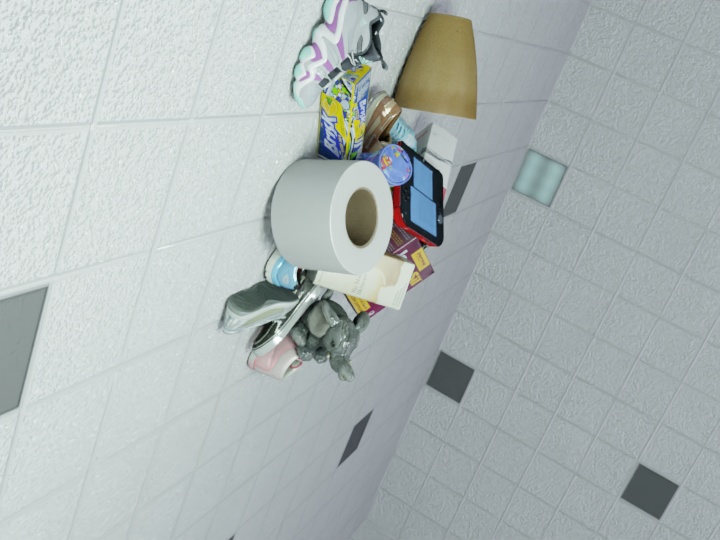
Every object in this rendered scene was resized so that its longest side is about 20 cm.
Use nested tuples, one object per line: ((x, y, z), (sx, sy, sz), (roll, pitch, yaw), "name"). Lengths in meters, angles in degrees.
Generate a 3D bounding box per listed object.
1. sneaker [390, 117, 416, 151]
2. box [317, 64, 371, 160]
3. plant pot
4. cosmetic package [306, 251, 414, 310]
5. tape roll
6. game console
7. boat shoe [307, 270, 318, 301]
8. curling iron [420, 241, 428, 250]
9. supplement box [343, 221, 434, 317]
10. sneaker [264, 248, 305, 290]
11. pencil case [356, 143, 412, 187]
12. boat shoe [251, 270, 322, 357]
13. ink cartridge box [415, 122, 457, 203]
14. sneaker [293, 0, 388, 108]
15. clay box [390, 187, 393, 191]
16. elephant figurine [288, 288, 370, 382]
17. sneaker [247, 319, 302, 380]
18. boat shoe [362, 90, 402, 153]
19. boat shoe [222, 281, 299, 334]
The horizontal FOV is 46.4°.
((0.088, -0.305, 1.853), (0.075, 0.081, 0.200), (-63, 164, 1), "sneaker")
((-0.031, -0.287, 1.538), (0.064, 0.069, 0.202), (-48, 158, -37), "box")
((0.175, -0.437, 1.794), (0.186, 0.184, 0.204), (-18, 120, -67), "plant pot")
((0.000, 0.000, 1.714), (0.071, 0.197, 0.107), (-141, -112, -69), "cosmetic package")
((-0.049, -0.100, 1.531), (0.201, 0.137, 0.207), (-15, 108, -54), "tape roll")
((0.126, -0.155, 1.759), (0.199, 0.031, 0.180), (27, 64, -55), "game console")
((-0.086, -0.014, 1.766), (0.075, 0.085, 0.204), (-40, 153, -53), "boat shoe")
((0.136, -0.084, 1.916), (0.049, 0.026, 0.200), (-39, -166, 12), "curling iron")
((0.043, -0.005, 1.841), (0.199, 0.103, 0.131), (-35, 134, -2), "supplement box")
((-0.103, -0.049, 1.653), (0.202, 0.089, 0.078), (-61, 164, -7), "sneaker")
((0.023, -0.197, 1.642), (0.087, 0.078, 0.199), (-45, -160, -22), "pencil case")
((-0.164, 0.085, 1.727), (0.201, 0.064, 0.070), (-51, -158, -13), "boat shoe")
((0.140, -0.221, 1.955), (0.146, 0.082, 0.202), (-34, -147, 52), "ink cartridge box")
((-0.020, -0.340, 1.362), (0.203, 0.138, 0.078), (-66, 163, 12), "sneaker")
((0.005, -0.156, 1.762), (0.048, 0.114, 0.201), (49, 66, -24), "clay box")
((-0.045, 0.126, 1.691), (0.140, 0.157, 0.199), (-27, -172, -29), "elephant figurine")
((-0.147, 0.149, 1.808), (0.201, 0.104, 0.076), (-56, 161, -26), "sneaker")
((0.026, -0.267, 1.722), (0.076, 0.071, 0.201), (-43, 163, -48), "boat shoe")
((-0.192, 0.073, 1.615), (0.201, 0.074, 0.065), (-22, 143, -60), "boat shoe")
